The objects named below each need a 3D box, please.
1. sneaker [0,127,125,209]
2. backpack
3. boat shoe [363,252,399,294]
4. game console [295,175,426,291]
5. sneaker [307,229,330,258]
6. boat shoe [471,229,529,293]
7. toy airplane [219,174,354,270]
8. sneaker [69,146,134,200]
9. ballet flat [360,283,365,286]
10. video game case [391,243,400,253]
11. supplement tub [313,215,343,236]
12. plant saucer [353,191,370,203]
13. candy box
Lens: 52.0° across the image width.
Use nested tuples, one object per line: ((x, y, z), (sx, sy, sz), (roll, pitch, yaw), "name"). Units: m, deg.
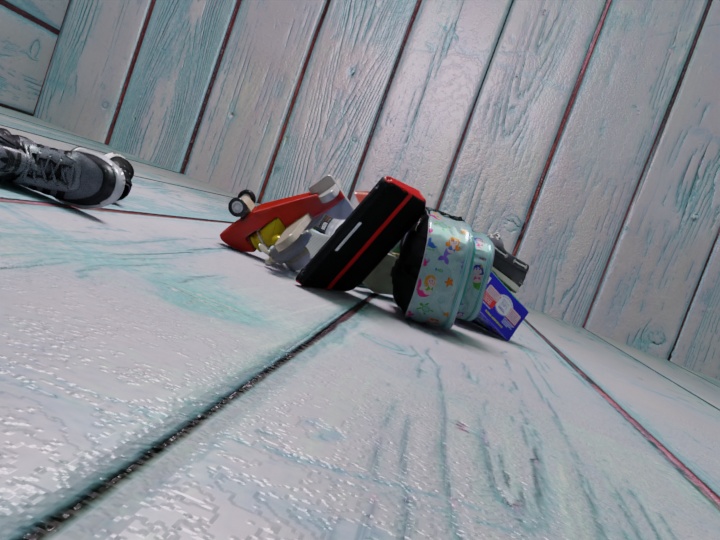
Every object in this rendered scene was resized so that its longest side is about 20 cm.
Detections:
((-0.404, -0.128, 0.926), (0.198, 0.076, 0.114), (16, 4, 13), "sneaker")
((0.124, -0.001, 1.153), (0.149, 0.180, 0.200), (15, 8, 1), "backpack")
((0.048, 0.002, 1.322), (0.200, 0.072, 0.061), (26, 16, -47), "boat shoe")
((0.005, -0.049, 1.091), (0.031, 0.200, 0.176), (47, 14, 22), "game console")
((-0.133, -0.063, 1.473), (0.081, 0.075, 0.199), (13, -10, 40), "sneaker")
((0.234, -0.040, 1.350), (0.200, 0.063, 0.073), (41, -4, -23), "boat shoe")
((-0.101, -0.071, 1.184), (0.199, 0.143, 0.198), (-25, 19, -35), "toy airplane")
((-0.409, -0.142, 1.208), (0.087, 0.076, 0.200), (35, 9, 3), "sneaker")
((0.000, 0.000, 1.391), (0.070, 0.068, 0.199), (-6, -12, 33), "ballet flat")
((0.126, -0.029, 1.542), (0.180, 0.200, 0.022), (14, 48, -29), "video game case")
((-0.063, -0.090, 1.722), (0.122, 0.124, 0.199), (17, 5, -34), "supplement tub")
((0.054, -0.098, 1.695), (0.201, 0.036, 0.200), (65, 10, -2), "plant saucer")
((0.201, 0.032, 1.421), (0.169, 0.077, 0.200), (44, -8, -29), "candy box")
